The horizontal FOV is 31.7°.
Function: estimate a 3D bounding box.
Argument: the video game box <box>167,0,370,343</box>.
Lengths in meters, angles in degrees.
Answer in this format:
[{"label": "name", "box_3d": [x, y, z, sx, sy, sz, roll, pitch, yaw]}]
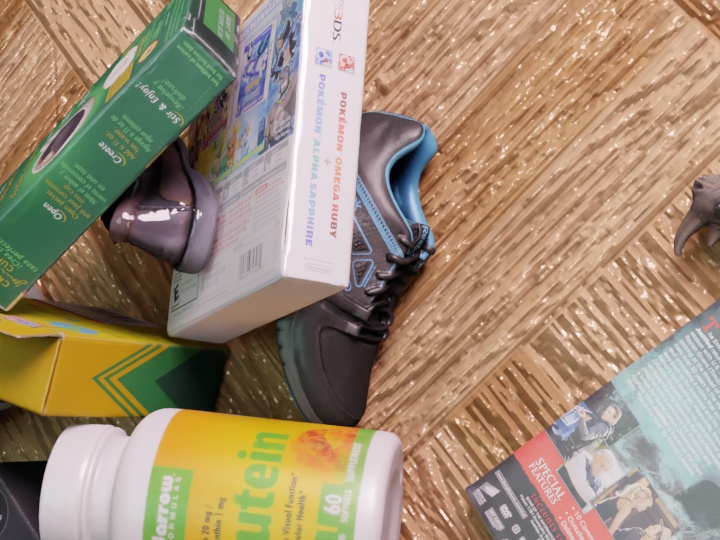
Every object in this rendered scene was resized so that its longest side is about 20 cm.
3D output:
[{"label": "video game box", "box_3d": [-0.059, -0.062, 0.756, 0.200, 0.046, 0.184, 157, 119, -62]}]

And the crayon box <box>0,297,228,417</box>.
[{"label": "crayon box", "box_3d": [-0.193, 0.052, 0.798, 0.126, 0.199, 0.051, 15, 91, 30]}]

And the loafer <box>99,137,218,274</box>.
[{"label": "loafer", "box_3d": [-0.142, -0.051, 0.806, 0.200, 0.062, 0.073, -142, 65, -64]}]

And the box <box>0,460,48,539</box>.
[{"label": "box", "box_3d": [-0.175, 0.228, 0.811, 0.106, 0.122, 0.200, -50, 64, 15]}]

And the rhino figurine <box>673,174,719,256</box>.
[{"label": "rhino figurine", "box_3d": [0.248, -0.051, 0.642, 0.199, 0.060, 0.088, -27, 68, 26]}]

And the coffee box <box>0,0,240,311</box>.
[{"label": "coffee box", "box_3d": [-0.152, -0.077, 0.752, 0.200, 0.044, 0.123, -43, 21, 15]}]

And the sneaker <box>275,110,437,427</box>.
[{"label": "sneaker", "box_3d": [0.000, 0.000, 0.769, 0.081, 0.073, 0.203, 1, 86, 26]}]

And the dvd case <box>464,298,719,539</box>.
[{"label": "dvd case", "box_3d": [0.169, 0.124, 0.686, 0.200, 0.022, 0.147, -41, 66, 20]}]

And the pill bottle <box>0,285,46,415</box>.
[{"label": "pill bottle", "box_3d": [-0.323, 0.081, 0.919, 0.199, 0.115, 0.117, -36, 68, 22]}]

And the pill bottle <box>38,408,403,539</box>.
[{"label": "pill bottle", "box_3d": [-0.079, 0.140, 0.740, 0.198, 0.111, 0.112, 5, 86, 9]}]
